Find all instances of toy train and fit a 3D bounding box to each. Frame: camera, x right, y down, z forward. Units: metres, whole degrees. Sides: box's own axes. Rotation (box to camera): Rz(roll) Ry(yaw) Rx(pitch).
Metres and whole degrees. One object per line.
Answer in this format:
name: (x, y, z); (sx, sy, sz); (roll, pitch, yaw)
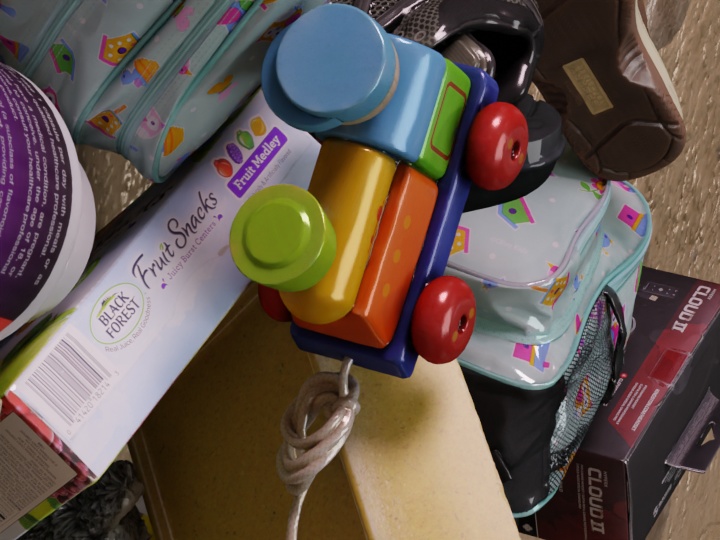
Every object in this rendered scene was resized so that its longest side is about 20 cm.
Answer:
toy train: (-0.014, 0.005, 1.123); (0.116, 0.084, 0.201); (32, 74, -65)

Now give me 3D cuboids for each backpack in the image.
backpack: (0.050, 0.003, 1.476); (0.200, 0.175, 0.154); (-44, 146, -57)
backpack: (-0.064, -0.135, 1.135); (0.200, 0.127, 0.167); (-50, 171, 27)

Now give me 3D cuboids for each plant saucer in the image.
plant saucer: (-0.031, 0.086, 1.240); (0.048, 0.201, 0.200); (0, 149, -37)

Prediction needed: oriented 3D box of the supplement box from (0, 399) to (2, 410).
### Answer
supplement box: (-0.221, 0.067, 0.985); (0.200, 0.108, 0.110); (25, 81, -67)

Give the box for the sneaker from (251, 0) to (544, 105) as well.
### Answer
sneaker: (-0.016, -0.087, 1.246); (0.114, 0.198, 0.077); (-118, -157, -57)

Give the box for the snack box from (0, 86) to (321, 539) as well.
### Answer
snack box: (-0.105, 0.029, 1.199); (0.142, 0.053, 0.200); (-35, -167, 48)

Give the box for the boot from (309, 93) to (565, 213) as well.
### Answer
boot: (0.000, 0.000, 1.340); (0.073, 0.197, 0.163); (-47, 137, -59)

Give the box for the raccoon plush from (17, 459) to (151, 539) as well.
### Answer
raccoon plush: (-0.151, 0.144, 1.221); (0.200, 0.096, 0.135); (-2, 98, -65)

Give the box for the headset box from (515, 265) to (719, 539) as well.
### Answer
headset box: (0.097, 0.061, 1.580); (0.149, 0.199, 0.078); (-53, 148, -42)

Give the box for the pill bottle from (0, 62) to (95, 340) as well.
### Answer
pill bottle: (-0.169, -0.031, 1.039); (0.200, 0.112, 0.113); (23, 83, -66)

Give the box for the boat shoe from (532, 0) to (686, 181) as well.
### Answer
boat shoe: (0.093, -0.127, 1.381); (0.203, 0.074, 0.075); (64, 12, -49)

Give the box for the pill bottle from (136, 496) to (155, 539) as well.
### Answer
pill bottle: (-0.031, 0.174, 1.358); (0.109, 0.199, 0.110); (-44, 141, -50)
